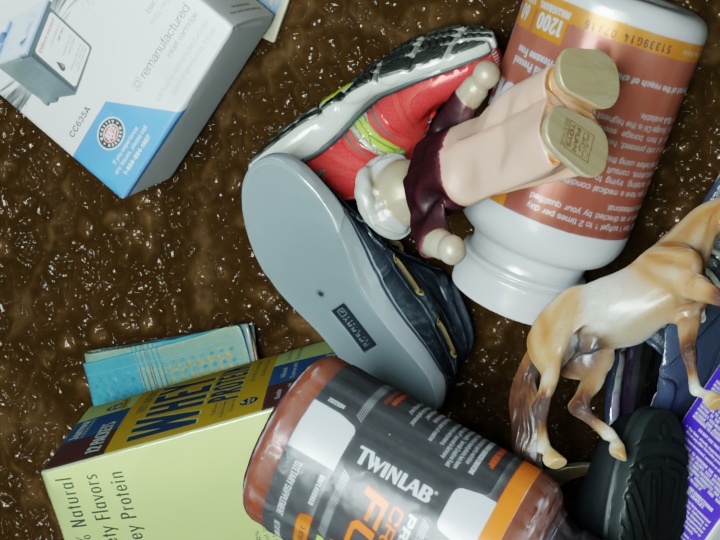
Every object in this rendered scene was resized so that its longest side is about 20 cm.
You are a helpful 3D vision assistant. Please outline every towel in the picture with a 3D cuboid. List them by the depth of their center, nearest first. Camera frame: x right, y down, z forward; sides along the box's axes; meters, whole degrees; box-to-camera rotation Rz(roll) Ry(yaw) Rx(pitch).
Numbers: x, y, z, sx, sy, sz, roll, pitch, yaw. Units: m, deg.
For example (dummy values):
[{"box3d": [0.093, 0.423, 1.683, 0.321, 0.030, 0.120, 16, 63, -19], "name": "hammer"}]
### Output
[{"box3d": [-0.124, 0.145, 0.939, 0.144, 0.022, 0.203, -10, 102, 19], "name": "towel"}]

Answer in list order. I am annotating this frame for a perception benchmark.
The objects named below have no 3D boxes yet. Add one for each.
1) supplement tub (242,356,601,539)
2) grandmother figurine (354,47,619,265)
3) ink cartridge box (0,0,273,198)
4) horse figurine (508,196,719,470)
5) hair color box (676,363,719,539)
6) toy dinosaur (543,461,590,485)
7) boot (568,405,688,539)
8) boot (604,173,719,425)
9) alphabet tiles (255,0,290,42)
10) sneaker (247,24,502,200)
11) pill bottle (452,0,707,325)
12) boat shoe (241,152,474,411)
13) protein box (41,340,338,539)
[{"box3d": [0.040, 0.137, 0.687, 0.198, 0.107, 0.108, 27, 110, 16], "name": "supplement tub"}, {"box3d": [0.060, -0.058, 0.711, 0.060, 0.123, 0.199, 33, 154, -23], "name": "grandmother figurine"}, {"box3d": [-0.182, -0.172, 0.834, 0.199, 0.086, 0.147, 39, 112, 2], "name": "ink cartridge box"}, {"box3d": [0.152, 0.039, 0.708, 0.199, 0.134, 0.050, -36, 127, 24], "name": "horse figurine"}, {"box3d": [0.236, 0.136, 0.777, 0.065, 0.108, 0.202, 49, 118, 41], "name": "hair color box"}, {"box3d": [0.105, 0.160, 0.864, 0.106, 0.061, 0.200, 36, 122, -12], "name": "toy dinosaur"}, {"box3d": [0.109, 0.172, 0.768, 0.166, 0.076, 0.204, 10, 97, 42], "name": "boot"}, {"box3d": [0.212, 0.016, 0.757, 0.072, 0.089, 0.203, 28, 114, 44], "name": "boot"}, {"box3d": [-0.108, -0.250, 0.839, 0.164, 0.006, 0.202, 26, 110, 9], "name": "alphabet tiles"}, {"box3d": [0.019, -0.090, 0.816, 0.198, 0.077, 0.085, -29, 105, 31], "name": "sneaker"}, {"box3d": [0.126, -0.074, 0.758, 0.111, 0.112, 0.203, 21, 108, 10], "name": "pill bottle"}, {"box3d": [0.000, 0.000, 0.819, 0.070, 0.091, 0.202, -25, 103, 34], "name": "boat shoe"}, {"box3d": [-0.080, 0.179, 0.848, 0.197, 0.135, 0.202, -15, 101, 5], "name": "protein box"}]
